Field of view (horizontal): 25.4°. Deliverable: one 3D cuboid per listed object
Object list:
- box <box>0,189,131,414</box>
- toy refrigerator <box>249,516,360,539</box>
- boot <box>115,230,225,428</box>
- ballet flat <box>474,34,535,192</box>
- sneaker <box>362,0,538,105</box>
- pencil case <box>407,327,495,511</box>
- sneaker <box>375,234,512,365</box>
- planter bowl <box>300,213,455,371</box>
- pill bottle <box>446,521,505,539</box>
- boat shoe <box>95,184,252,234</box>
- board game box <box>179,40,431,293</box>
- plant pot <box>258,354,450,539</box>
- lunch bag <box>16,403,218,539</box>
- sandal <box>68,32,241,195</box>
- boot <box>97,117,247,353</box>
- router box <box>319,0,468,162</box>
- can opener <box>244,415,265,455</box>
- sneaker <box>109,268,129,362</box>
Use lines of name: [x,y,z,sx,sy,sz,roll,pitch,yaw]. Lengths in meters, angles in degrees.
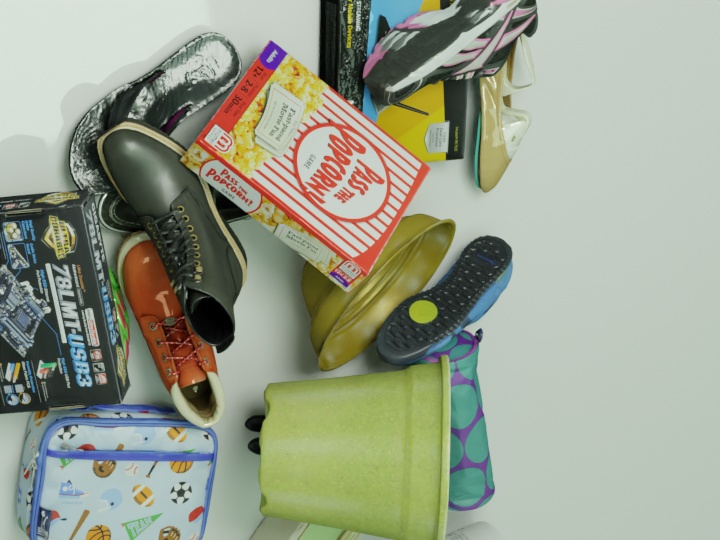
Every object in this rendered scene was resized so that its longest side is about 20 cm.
box: [-0.325,0.034,1.459,0.197,0.050,0.202,-6,113,5]
toy refrigerator: [-0.076,0.313,1.717,0.076,0.070,0.201,35,90,-31]
boot: [-0.176,0.058,1.540,0.074,0.107,0.201,-21,122,-7]
ballet flat: [0.148,-0.175,1.640,0.062,0.069,0.202,3,111,15]
sneaker: [0.100,-0.213,1.547,0.199,0.080,0.087,-34,130,-8]
pencil case: [0.099,0.159,1.736,0.084,0.093,0.202,-2,115,12]
sneaker: [0.092,0.047,1.679,0.200,0.066,0.079,-41,153,-31]
planter bowl: [0.000,0.000,1.607,0.200,0.083,0.201,-44,164,-16]
pill bottle: [0.074,0.369,1.784,0.199,0.114,0.115,-20,116,-18]
boat shoe: [-0.160,-0.074,1.536,0.198,0.064,0.071,-13,114,-20]
board game box: [-0.048,-0.099,1.493,0.199,0.046,0.152,38,52,-9]
plant pot: [-0.007,0.181,1.581,0.182,0.201,0.202,2,109,-1]
lunch bag: [-0.246,0.206,1.595,0.198,0.075,0.162,5,104,-28]
sandal: [-0.195,-0.151,1.491,0.200,0.048,0.075,-44,102,-9]
boot: [-0.165,-0.033,1.437,0.077,0.139,0.200,-33,115,15]
router box: [0.034,-0.208,1.587,0.148,0.051,0.202,-7,110,-24]
can opener: [-0.030,0.181,1.701,0.198,0.064,0.079,11,131,-19]
sneaker: [-0.275,0.027,1.524,0.083,0.077,0.201,-18,115,2]
